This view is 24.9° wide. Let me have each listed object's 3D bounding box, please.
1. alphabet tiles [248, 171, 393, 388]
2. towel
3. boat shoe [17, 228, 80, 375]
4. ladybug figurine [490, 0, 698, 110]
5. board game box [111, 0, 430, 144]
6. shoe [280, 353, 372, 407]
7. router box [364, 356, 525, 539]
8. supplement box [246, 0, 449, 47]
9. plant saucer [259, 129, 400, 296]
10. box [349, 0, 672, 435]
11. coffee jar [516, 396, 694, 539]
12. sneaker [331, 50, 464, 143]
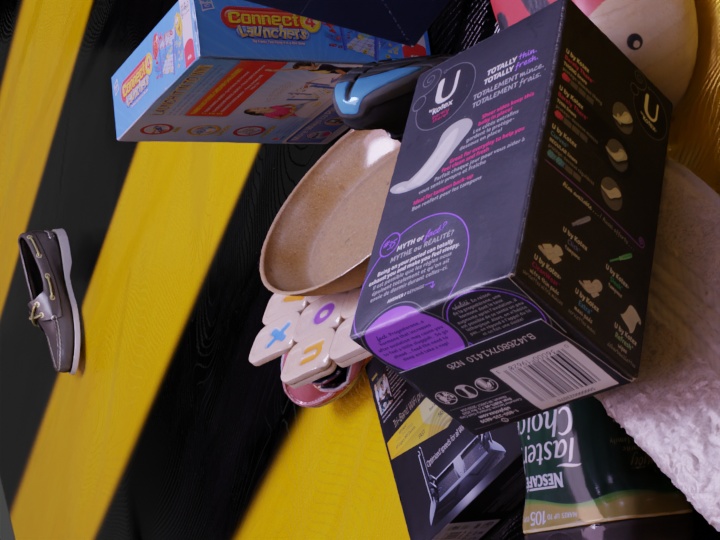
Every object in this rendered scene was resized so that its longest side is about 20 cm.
[{"bbox_3d":[0.000,0.000,1.215,0.195,0.015,0.201,-27,31,36],"label":"alphabet tiles"},{"bbox_3d":[0.185,0.038,0.881,0.133,0.034,0.200,-48,47,7],"label":"towel"},{"bbox_3d":[-0.402,0.041,2.111,0.072,0.060,0.203,-46,51,55],"label":"boat shoe"},{"bbox_3d":[0.135,-0.168,1.017,0.200,0.071,0.136,58,140,46],"label":"ladybug figurine"},{"bbox_3d":[-0.076,-0.158,1.301,0.200,0.194,0.056,-28,66,60],"label":"board game box"},{"bbox_3d":[-0.031,0.067,1.317,0.071,0.091,0.200,40,137,3],"label":"shoe"},{"bbox_3d":[0.079,0.090,1.159,0.200,0.052,0.158,-53,44,51],"label":"router box"},{"bbox_3d":[0.017,-0.297,1.081,0.200,0.133,0.201,133,144,-55],"label":"supplement box"},{"bbox_3d":[0.009,-0.050,1.215,0.200,0.035,0.201,-35,27,21],"label":"plant saucer"},{"bbox_3d":[0.088,-0.030,0.907,0.122,0.106,0.201,-23,40,41],"label":"box"},{"bbox_3d":[0.141,0.092,0.995,0.104,0.085,0.202,-22,71,52],"label":"coffee jar"},{"bbox_3d":[0.059,-0.100,1.055,0.073,0.199,0.083,5,101,40],"label":"sneaker"}]
